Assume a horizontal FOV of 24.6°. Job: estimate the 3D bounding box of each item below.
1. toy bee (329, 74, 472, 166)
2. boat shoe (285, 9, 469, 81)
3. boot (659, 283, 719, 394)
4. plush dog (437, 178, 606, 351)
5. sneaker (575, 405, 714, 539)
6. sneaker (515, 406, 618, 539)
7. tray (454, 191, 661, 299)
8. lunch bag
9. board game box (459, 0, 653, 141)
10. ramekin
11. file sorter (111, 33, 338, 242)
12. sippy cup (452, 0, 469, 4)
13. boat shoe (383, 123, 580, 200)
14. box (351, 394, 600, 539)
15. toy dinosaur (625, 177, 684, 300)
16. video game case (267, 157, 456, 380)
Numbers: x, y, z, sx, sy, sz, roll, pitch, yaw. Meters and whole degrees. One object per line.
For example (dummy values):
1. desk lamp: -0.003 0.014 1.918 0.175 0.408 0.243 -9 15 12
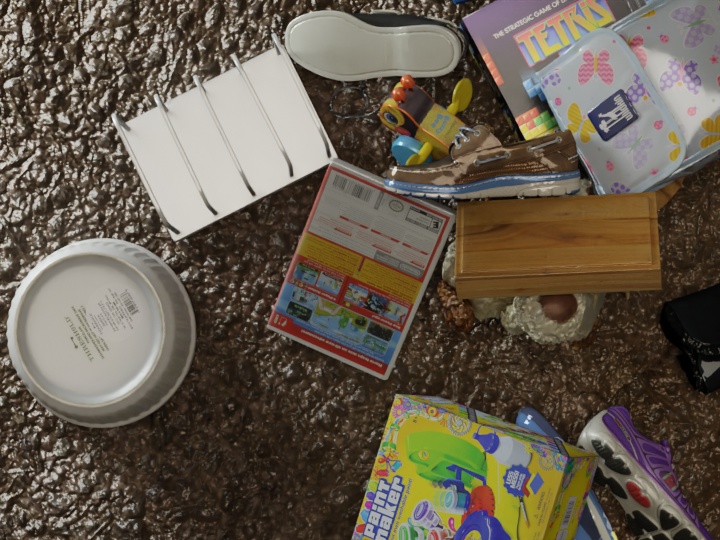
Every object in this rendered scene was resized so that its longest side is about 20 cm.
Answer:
1. toy bee: 0.059 -0.148 1.714 0.198 0.109 0.132 10 67 3
2. boat shoe: 0.019 -0.244 1.762 0.198 0.060 0.075 3 108 20
3. boot: 0.393 0.014 1.734 0.166 0.076 0.202 -18 92 -5
4. plush dog: 0.169 0.006 1.723 0.170 0.161 0.201 17 57 15
5. sneaker: 0.313 0.224 1.720 0.083 0.080 0.201 -42 99 -34
6. sneaker: 0.203 0.240 1.720 0.082 0.074 0.202 -26 85 0
7. tray: 0.193 -0.026 1.623 0.198 0.037 0.099 -3 50 10
8. lunch bag: 0.300 -0.174 1.670 0.198 0.127 0.171 -27 82 -2
9. board game box: 0.229 -0.238 1.765 0.199 0.057 0.166 -29 87 -2
10. ramekin: -0.274 0.063 1.719 0.198 0.105 0.203 0 85 0
11. file sorter: -0.141 -0.141 1.725 0.198 0.125 0.140 -27 86 -2
12. sippy cup: 0.122 -0.358 1.744 0.177 0.139 0.132 -17 98 37
13. boat shoe: 0.121 -0.110 1.658 0.197 0.072 0.073 -3 97 -5
14. box: 0.110 0.250 1.656 0.191 0.122 0.202 18 92 25
15. toy dinosaur: 0.303 -0.082 1.751 0.106 0.060 0.201 36 87 1
16. video game case: 0.000 0.000 1.726 0.142 0.017 0.202 23 110 2
